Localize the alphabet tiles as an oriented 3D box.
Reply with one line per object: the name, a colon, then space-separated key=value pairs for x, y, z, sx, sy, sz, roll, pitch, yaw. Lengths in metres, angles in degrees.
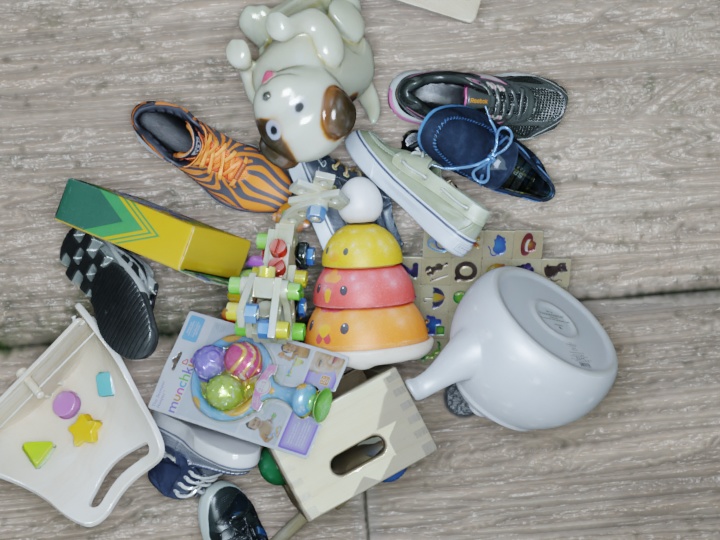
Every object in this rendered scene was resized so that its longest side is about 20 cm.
alphabet tiles: x=0.133 y=0.031 z=1.663 sx=0.199 sy=0.006 sz=0.167 roll=1 pitch=114 yaw=-2

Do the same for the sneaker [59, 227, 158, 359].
sneaker: x=-0.245 y=0.025 z=1.596 sx=0.088 sy=0.200 sz=0.074 roll=17 pitch=116 yaw=-43

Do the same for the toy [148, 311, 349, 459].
toy: x=-0.123 y=0.110 z=1.534 sx=0.200 sy=0.047 sz=0.115 roll=16 pitch=72 yaw=23

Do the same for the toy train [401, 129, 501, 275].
toy train: x=0.106 y=-0.071 z=1.666 sx=0.034 sy=0.046 sz=0.200 roll=-32 pitch=94 yaw=0

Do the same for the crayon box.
crayon box: x=-0.207 y=-0.037 z=1.579 sx=0.200 sy=0.126 sz=0.052 roll=22 pitch=93 yaw=24

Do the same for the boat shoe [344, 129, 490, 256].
boat shoe: x=0.064 y=-0.096 z=1.617 sx=0.200 sy=0.072 sz=0.062 roll=45 pitch=101 yaw=25

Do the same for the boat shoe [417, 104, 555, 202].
boat shoe: x=0.146 y=-0.126 z=1.599 sx=0.200 sy=0.069 sz=0.084 roll=13 pitch=110 yaw=-44

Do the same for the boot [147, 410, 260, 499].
boot: x=-0.171 y=0.211 z=1.609 sx=0.073 sy=0.200 sz=0.091 roll=3 pitch=98 yaw=-30

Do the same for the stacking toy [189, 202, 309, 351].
stacking toy: x=-0.100 y=0.019 z=1.639 sx=0.116 sy=0.110 sz=0.201 roll=13 pitch=83 yaw=19

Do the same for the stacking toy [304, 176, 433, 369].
stacking toy: x=0.000 y=0.000 z=1.595 sx=0.146 sy=0.146 sz=0.201 roll=-5 pitch=94 yaw=-2

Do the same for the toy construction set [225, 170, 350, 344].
toy construction set: x=-0.080 y=-0.008 z=1.531 sx=0.092 sy=0.131 sz=0.200 roll=17 pitch=66 yaw=15

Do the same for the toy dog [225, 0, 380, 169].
toy dog: x=-0.060 y=-0.195 z=1.572 sx=0.139 sy=0.200 sz=0.194 roll=-19 pitch=124 yaw=22

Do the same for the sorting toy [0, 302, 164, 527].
sorting toy: x=-0.303 y=0.174 z=1.603 sx=0.200 sy=0.107 sz=0.180 roll=-45 pitch=68 yaw=1

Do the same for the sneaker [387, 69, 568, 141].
sneaker: x=0.132 y=-0.182 z=1.640 sx=0.199 sy=0.086 sz=0.081 roll=0 pitch=95 yaw=-3

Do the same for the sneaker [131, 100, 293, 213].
sneaker: x=-0.165 y=-0.120 z=1.619 sx=0.200 sy=0.112 sz=0.078 roll=27 pitch=92 yaw=-5

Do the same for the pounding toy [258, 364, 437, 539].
pounding toy: x=-0.032 y=0.209 z=1.622 sx=0.200 sy=0.184 sz=0.142 roll=-28 pitch=93 yaw=-9

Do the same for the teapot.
teapot: x=0.171 y=0.103 z=1.600 sx=0.200 sy=0.197 sz=0.146 roll=34 pitch=117 yaw=-3

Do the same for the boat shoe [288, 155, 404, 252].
boat shoe: x=-0.026 y=-0.099 z=1.652 sx=0.091 sy=0.071 sz=0.201 roll=-24 pitch=101 yaw=-1

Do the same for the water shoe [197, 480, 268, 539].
water shoe: x=-0.113 y=0.323 z=1.653 sx=0.071 sy=0.079 sz=0.200 roll=-32 pitch=108 yaw=-39

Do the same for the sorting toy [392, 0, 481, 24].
sorting toy: x=0.055 y=-0.393 z=1.634 sx=0.199 sy=0.070 sz=0.199 roll=17 pitch=92 yaw=-2
